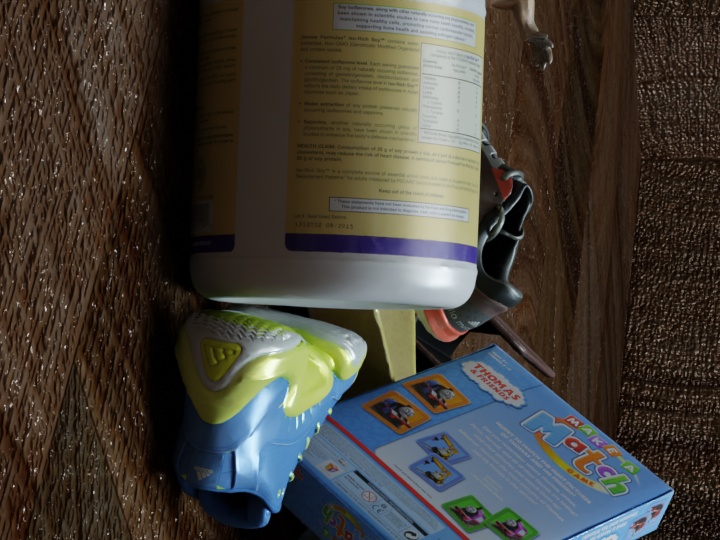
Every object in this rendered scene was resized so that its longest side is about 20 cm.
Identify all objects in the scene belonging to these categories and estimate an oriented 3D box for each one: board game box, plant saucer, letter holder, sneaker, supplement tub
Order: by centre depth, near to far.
[{"bbox_3d":[-0.011,-0.083,1.238,0.145,0.144,0.201,16,76,-79],"label":"supplement tub"},{"bbox_3d":[-0.055,0.073,1.264,0.200,0.075,0.106,9,94,-72],"label":"sneaker"},{"bbox_3d":[0.059,0.119,1.406,0.199,0.151,0.037,-18,137,-43],"label":"board game box"},{"bbox_3d":[0.000,0.000,1.527,0.200,0.048,0.201,77,11,-53],"label":"plant saucer"},{"bbox_3d":[0.076,-0.053,1.586,0.077,0.081,0.201,31,50,-52],"label":"sneaker"},{"bbox_3d":[0.087,0.092,1.716,0.101,0.142,0.200,-47,168,2],"label":"letter holder"}]

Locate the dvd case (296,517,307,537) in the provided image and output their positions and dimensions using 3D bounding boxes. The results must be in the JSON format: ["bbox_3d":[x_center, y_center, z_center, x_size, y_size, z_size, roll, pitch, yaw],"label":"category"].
[{"bbox_3d":[-0.011,0.172,1.612,0.146,0.022,0.201,-75,164,-51],"label":"dvd case"}]

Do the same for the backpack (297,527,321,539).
[{"bbox_3d":[0.035,0.214,1.458,0.200,0.153,0.177,-22,120,-51],"label":"backpack"}]

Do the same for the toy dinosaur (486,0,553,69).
[{"bbox_3d":[0.050,-0.193,1.410,0.086,0.135,0.201,41,-60,52],"label":"toy dinosaur"}]
